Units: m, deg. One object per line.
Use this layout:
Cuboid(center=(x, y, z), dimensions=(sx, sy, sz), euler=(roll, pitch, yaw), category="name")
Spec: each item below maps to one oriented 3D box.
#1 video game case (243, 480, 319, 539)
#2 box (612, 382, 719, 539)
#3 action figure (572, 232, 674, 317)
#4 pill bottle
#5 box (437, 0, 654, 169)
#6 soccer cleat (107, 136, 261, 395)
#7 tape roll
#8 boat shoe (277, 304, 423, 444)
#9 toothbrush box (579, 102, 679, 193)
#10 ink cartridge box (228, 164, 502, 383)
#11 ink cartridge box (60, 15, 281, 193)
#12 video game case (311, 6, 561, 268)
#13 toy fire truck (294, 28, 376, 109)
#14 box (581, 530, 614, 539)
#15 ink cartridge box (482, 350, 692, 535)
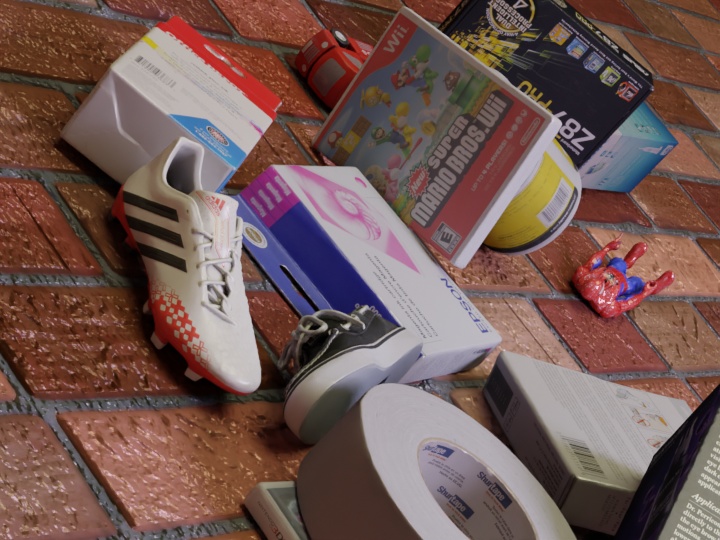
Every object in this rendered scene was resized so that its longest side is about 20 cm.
Cuboid(center=(0.034, 0.208, 1.383), dimensions=(0.199, 0.023, 0.182), euler=(6, 42, -57), category="video game case")
Cuboid(center=(0.234, 0.192, 1.464), dimensions=(0.104, 0.148, 0.201), euler=(31, 54, 1), category="box")
Cuboid(center=(0.251, 0.007, 2.093), dimensions=(0.066, 0.052, 0.200), euler=(51, 25, 10), category="action figure")
Cuboid(center=(0.105, -0.109, 1.900), dimensions=(0.200, 0.112, 0.112), euler=(45, 15, -42), category="pill bottle")
Cuboid(center=(0.166, -0.192, 2.152), dimensions=(0.200, 0.161, 0.049), euler=(38, 23, -15), category="box")
Cuboid(center=(-0.106, -0.004, 1.442), dimensions=(0.068, 0.085, 0.201), euler=(21, 31, -43), category="soccer cleat")
Cuboid(center=(0.055, 0.167, 1.377), dimensions=(0.200, 0.066, 0.201), euler=(37, 21, -17), category="tape roll")
Cuboid(center=(-0.018, 0.061, 1.493), dimensions=(0.068, 0.074, 0.199), euler=(39, 24, 10), category="boat shoe")
Cuboid(center=(0.232, -0.166, 2.319), dimensions=(0.147, 0.085, 0.199), euler=(52, 23, 20), category="toothbrush box")
Cuboid(center=(0.000, 0.000, 1.679), dimensions=(0.197, 0.043, 0.200), euler=(50, 21, 16), category="ink cartridge box")
Cuboid(center=(-0.134, -0.114, 1.605), dimensions=(0.116, 0.067, 0.200), euler=(39, 19, -4), category="ink cartridge box")
Cuboid(center=(0.059, -0.112, 1.786), dimensions=(0.200, 0.144, 0.017), euler=(41, 11, 38), category="video game case")
Cuboid(center=(0.039, -0.142, 1.991), dimensions=(0.199, 0.049, 0.142), euler=(13, 37, -52), category="toy fire truck")
Cuboid(center=(0.263, 0.254, 1.664), dimensions=(0.199, 0.050, 0.200), euler=(46, 23, 9), category="box")
Cuboid(center=(0.201, 0.142, 1.662), dimensions=(0.172, 0.044, 0.200), euler=(17, 20, -20), category="ink cartridge box")
